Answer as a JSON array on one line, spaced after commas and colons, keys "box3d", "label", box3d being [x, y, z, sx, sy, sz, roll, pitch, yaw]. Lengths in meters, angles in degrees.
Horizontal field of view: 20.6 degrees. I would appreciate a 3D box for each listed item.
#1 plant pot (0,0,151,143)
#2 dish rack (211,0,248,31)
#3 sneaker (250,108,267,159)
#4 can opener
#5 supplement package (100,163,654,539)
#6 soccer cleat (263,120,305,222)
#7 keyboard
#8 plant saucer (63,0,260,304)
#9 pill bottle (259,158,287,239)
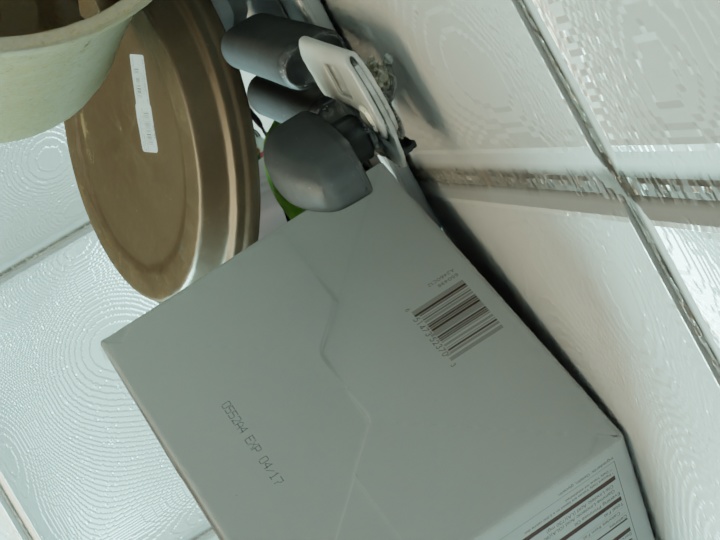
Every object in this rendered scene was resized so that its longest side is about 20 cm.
[{"box3d": [-0.170, -0.151, 0.894, 0.201, 0.199, 0.184, 59, 161, 11], "label": "plant pot"}, {"box3d": [-0.107, -0.199, 1.097, 0.172, 0.043, 0.200, 59, 175, -2], "label": "dish rack"}, {"box3d": [-0.098, -0.086, 1.157, 0.075, 0.080, 0.200, 65, 173, -3], "label": "sneaker"}, {"box3d": [-0.027, -0.076, 0.856, 0.053, 0.066, 0.200, 63, 173, -19], "label": "can opener"}, {"box3d": [0.008, 0.081, 0.860, 0.200, 0.155, 0.111, 51, 169, 41], "label": "supplement package"}, {"box3d": [0.000, 0.000, 1.110, 0.081, 0.067, 0.201, -104, -8, -73], "label": "soccer cleat"}, {"box3d": [-0.015, -0.102, 0.924, 0.201, 0.011, 0.056, 61, 175, -11], "label": "keyboard"}, {"box3d": [-0.110, -0.071, 1.030, 0.200, 0.029, 0.202, 33, 130, 52], "label": "plant saucer"}, {"box3d": [-0.033, 0.028, 1.244, 0.201, 0.115, 0.116, 58, 175, 22], "label": "pill bottle"}]
